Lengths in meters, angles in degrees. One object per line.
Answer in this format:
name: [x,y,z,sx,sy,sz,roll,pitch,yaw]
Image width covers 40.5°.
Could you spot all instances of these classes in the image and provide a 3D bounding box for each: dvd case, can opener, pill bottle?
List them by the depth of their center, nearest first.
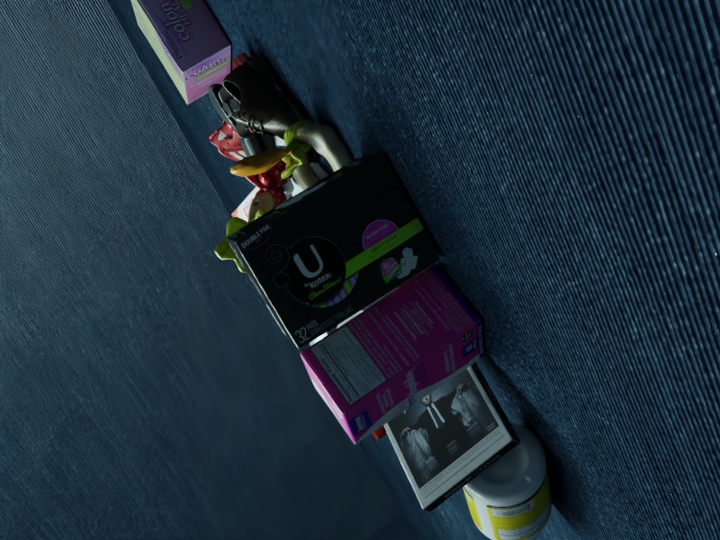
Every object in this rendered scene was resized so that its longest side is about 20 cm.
dvd case: [0.098,0.177,1.235,0.025,0.150,0.200,25,-151,-48]
pill bottle: [0.193,0.290,1.276,0.111,0.111,0.200,51,168,36]
can opener: [-0.163,-0.201,1.495,0.066,0.053,0.201,8,128,59]

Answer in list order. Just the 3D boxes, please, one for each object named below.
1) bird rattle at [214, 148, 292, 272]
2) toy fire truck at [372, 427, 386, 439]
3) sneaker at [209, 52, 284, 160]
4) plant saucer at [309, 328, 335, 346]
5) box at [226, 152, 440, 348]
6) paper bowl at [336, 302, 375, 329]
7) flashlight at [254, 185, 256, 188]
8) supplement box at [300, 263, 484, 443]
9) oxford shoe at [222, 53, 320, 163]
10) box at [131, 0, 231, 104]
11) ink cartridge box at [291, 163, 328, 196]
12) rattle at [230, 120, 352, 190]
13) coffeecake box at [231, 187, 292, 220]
bird rattle: [-0.133,-0.066,1.396,0.201,0.112,0.163,-92,-18,-46]
toy fire truck: [0.025,0.198,1.791,0.168,0.112,0.200,58,178,-14]
sneaker: [-0.189,-0.242,1.537,0.078,0.115,0.200,51,168,37]
plant saucer: [-0.058,0.099,1.519,0.201,0.039,0.202,-21,-90,-86]
box: [-0.035,-0.027,1.164,0.149,0.199,0.124,59,172,-10]
paper bowl: [0.040,0.113,1.398,0.201,0.104,0.201,42,162,17]
flashlight: [-0.185,-0.212,1.789,0.068,0.068,0.201,33,151,45]
supplement box: [0.041,0.100,1.178,0.103,0.199,0.101,53,170,29]
oxford shoe: [-0.129,-0.217,1.404,0.200,0.084,0.073,50,164,23]
box: [-0.307,-0.408,1.680,0.176,0.096,0.200,58,172,1]
ink cartridge box: [-0.053,-0.085,1.552,0.176,0.045,0.201,48,166,51]
rattle: [-0.066,-0.087,1.309,0.130,0.143,0.201,5,126,32]
coffeecake box: [-0.134,-0.052,1.741,0.153,0.073,0.201,-37,76,55]
